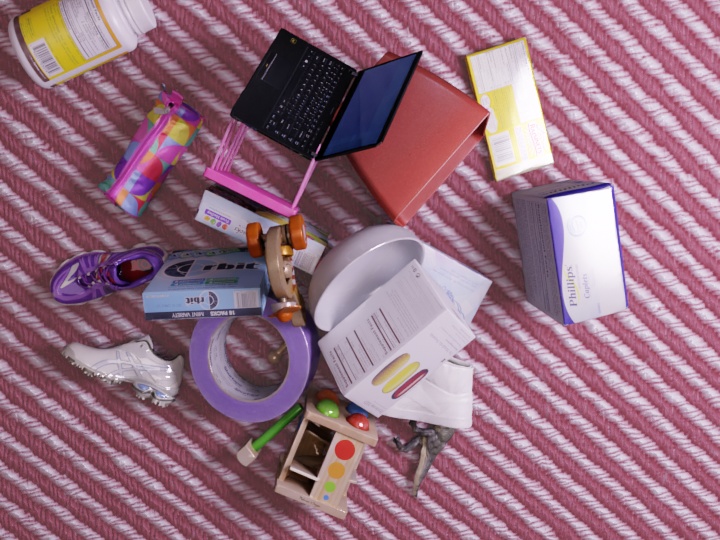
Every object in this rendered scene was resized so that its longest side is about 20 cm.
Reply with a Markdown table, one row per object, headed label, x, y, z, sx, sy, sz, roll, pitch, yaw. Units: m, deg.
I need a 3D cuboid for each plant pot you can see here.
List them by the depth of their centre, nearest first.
| label | x | y | z | sx | sy | sz | roll | pitch | yaw |
| --- | --- | --- | --- | --- | --- | --- | --- | --- | --- |
| plant pot | 0.061 | -0.202 | 1.140 | 0.176 | 0.200 | 0.201 | 43 | 94 | 5 |

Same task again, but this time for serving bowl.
| label | x | y | z | sx | sy | sz | roll | pitch | yaw |
| --- | --- | --- | --- | --- | --- | --- | --- | --- | --- |
| serving bowl | 0.000 | 0.000 | 1.132 | 0.198 | 0.200 | 0.066 | -37 | 64 | 3 |

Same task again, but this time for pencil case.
| label | x | y | z | sx | sy | sz | roll | pitch | yaw |
| --- | --- | --- | --- | --- | --- | --- | --- | --- | --- |
| pencil case | -0.323 | -0.183 | 1.172 | 0.087 | 0.088 | 0.202 | 34 | 97 | -7 |

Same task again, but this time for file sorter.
| label | x | y | z | sx | sy | sz | roll | pitch | yaw |
| --- | --- | --- | --- | --- | --- | --- | --- | --- | --- |
| file sorter | -0.134 | -0.167 | 1.125 | 0.136 | 0.200 | 0.128 | 25 | 94 | -6 |

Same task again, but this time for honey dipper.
| label | x | y | z | sx | sy | sz | roll | pitch | yaw |
| --- | --- | --- | --- | --- | --- | --- | --- | --- | --- |
| honey dipper | -0.083 | 0.078 | 1.248 | 0.038 | 0.038 | 0.201 | 40 | 99 | -7 |

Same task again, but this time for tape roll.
| label | x | y | z | sx | sy | sz | roll | pitch | yaw |
| --- | --- | --- | --- | --- | --- | --- | --- | --- | --- |
| tape roll | -0.166 | 0.130 | 1.206 | 0.194 | 0.085 | 0.207 | 1 | 96 | 10 |

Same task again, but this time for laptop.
| label | x | y | z | sx | sy | sz | roll | pitch | yaw |
| --- | --- | --- | --- | --- | --- | --- | --- | --- | --- |
| laptop | -0.045 | -0.248 | 1.006 | 0.196 | 0.104 | 0.180 | 27 | 59 | -5 |

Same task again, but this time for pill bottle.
| label | x | y | z | sx | sy | sz | roll | pitch | yaw |
| --- | --- | --- | --- | --- | --- | --- | --- | --- | --- |
| pill bottle | -0.409 | -0.360 | 1.128 | 0.196 | 0.109 | 0.112 | -24 | 99 | 1 |

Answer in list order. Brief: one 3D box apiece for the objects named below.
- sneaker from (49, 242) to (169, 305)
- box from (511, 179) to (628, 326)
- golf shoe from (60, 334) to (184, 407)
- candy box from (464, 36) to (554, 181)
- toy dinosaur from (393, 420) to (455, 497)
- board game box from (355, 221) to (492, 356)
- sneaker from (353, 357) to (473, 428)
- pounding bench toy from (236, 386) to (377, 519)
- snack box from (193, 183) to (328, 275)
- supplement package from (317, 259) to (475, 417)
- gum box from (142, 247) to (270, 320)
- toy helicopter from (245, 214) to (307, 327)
| label | x | y | z | sx | sy | sz | roll | pitch | yaw |
| --- | --- | --- | --- | --- | --- | --- | --- | --- | --- |
| sneaker | -0.401 | 0.003 | 1.195 | 0.195 | 0.083 | 0.083 | -18 | 99 | 1 |
| box | 0.315 | -0.035 | 1.162 | 0.102 | 0.200 | 0.189 | -11 | 99 | -1 |
| golf shoe | -0.381 | 0.144 | 1.234 | 0.196 | 0.078 | 0.099 | 24 | 80 | -11 |
| candy box | 0.238 | -0.256 | 1.214 | 0.099 | 0.026 | 0.205 | -16 | 99 | -3 |
| toy dinosaur | 0.108 | 0.287 | 1.281 | 0.087 | 0.048 | 0.203 | 26 | 100 | -13 |
| board game box | 0.084 | 0.058 | 1.244 | 0.196 | 0.043 | 0.203 | 27 | 99 | -6 |
| sneaker | 0.087 | 0.176 | 1.215 | 0.194 | 0.074 | 0.119 | 6 | 97 | 15 |
| pounding bench toy | -0.086 | 0.270 | 1.228 | 0.196 | 0.124 | 0.160 | 23 | 97 | -6 |
| snack box | -0.147 | -0.068 | 1.166 | 0.196 | 0.142 | 0.054 | 26 | 99 | -7 |
| supplement package | 0.053 | 0.105 | 1.146 | 0.199 | 0.110 | 0.113 | -41 | 140 | 9 |
| gum box | -0.220 | 0.015 | 1.142 | 0.165 | 0.201 | 0.046 | -3 | 108 | 0 |
| toy helicopter | -0.100 | 0.027 | 1.057 | 0.077 | 0.202 | 0.135 | -9 | 57 | 3 |
